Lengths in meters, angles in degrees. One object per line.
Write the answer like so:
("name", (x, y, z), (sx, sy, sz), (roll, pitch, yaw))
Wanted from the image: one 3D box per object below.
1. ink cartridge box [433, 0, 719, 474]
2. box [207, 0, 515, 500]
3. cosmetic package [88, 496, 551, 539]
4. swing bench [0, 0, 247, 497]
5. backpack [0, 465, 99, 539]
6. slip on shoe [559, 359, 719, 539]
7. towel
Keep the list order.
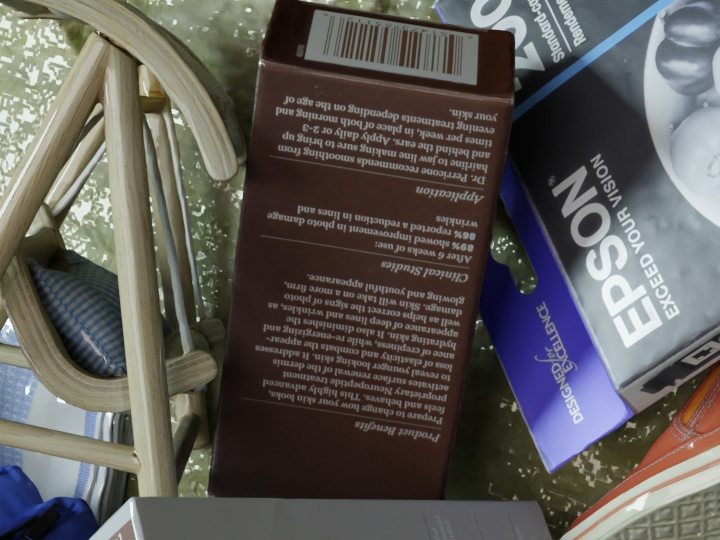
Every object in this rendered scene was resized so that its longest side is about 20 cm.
("ink cartridge box", (0.106, -0.054, 0.813), (0.200, 0.043, 0.199), (-37, 58, 24))
("box", (0.000, 0.000, 0.821), (0.099, 0.075, 0.202), (9, 118, 0))
("cosmetic package", (-0.021, 0.145, 0.789), (0.107, 0.199, 0.091), (-45, 54, 43))
("swing bench", (-0.111, -0.018, 0.852), (0.128, 0.199, 0.202), (12, 95, -3))
("backpack", (-0.200, 0.182, 0.888), (0.167, 0.200, 0.164), (-28, 88, 36))
("slip on shoe", (0.153, 0.067, 0.803), (0.200, 0.074, 0.061), (-45, 34, 28))
("towel", (-0.198, 0.084, 1.014), (0.199, 0.024, 0.148), (15, 96, 29))
